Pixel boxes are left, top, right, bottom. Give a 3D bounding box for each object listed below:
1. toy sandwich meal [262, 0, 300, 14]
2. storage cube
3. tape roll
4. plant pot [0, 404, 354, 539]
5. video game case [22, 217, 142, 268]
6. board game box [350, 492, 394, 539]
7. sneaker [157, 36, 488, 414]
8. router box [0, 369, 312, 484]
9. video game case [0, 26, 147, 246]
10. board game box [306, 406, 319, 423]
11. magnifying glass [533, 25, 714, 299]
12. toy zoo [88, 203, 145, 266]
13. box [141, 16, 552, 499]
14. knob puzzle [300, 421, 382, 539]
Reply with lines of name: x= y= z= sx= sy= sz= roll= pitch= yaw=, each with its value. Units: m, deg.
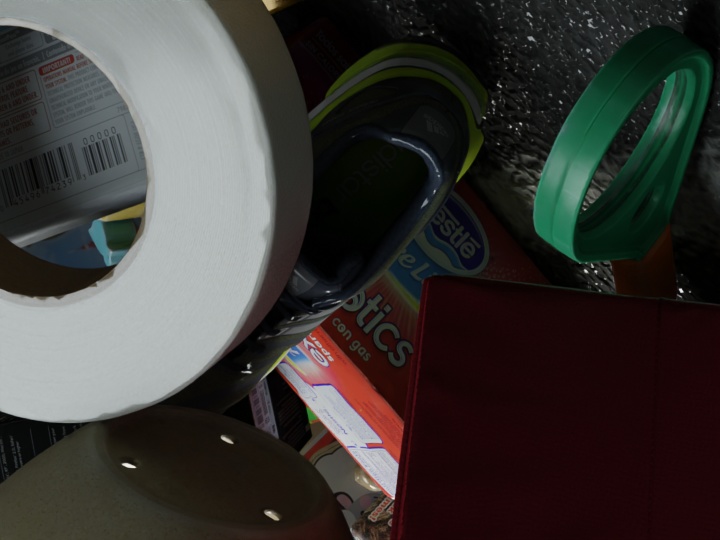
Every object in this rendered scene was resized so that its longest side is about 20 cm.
toy sandwich meal: x=-0.052 y=-0.165 z=0.756 sx=0.205 sy=0.070 sz=0.205 roll=39 pitch=161 yaw=16
storage cube: x=0.097 y=0.122 z=0.793 sx=0.171 sy=0.180 sz=0.200 roll=5 pitch=153 yaw=4
tape roll: x=-0.115 y=-0.043 z=0.803 sx=0.203 sy=0.037 sz=0.203 roll=7 pitch=110 yaw=20
plant pot: x=-0.075 y=0.130 z=0.833 sx=0.200 sy=0.200 sz=0.135 roll=32 pitch=114 yaw=34
video game case: x=-0.160 y=-0.065 z=1.025 sx=0.200 sy=0.182 sz=0.022 roll=37 pitch=159 yaw=22
board game box: x=0.117 y=0.181 z=1.099 sx=0.200 sy=0.097 sz=0.159 roll=27 pitch=155 yaw=43
sneaker: x=-0.033 y=-0.005 z=0.848 sx=0.074 sy=0.200 sz=0.081 roll=40 pitch=-161 yaw=-8
router box: x=-0.111 y=0.079 z=1.021 sx=0.200 sy=0.157 sz=0.052 roll=-24 pitch=-78 yaw=-85
video game case: x=-0.174 y=-0.092 z=0.880 sx=0.022 sy=0.200 sz=0.182 roll=-6 pitch=-101 yaw=-63
board game box: x=-0.064 y=-0.011 z=1.152 sx=0.200 sy=0.048 sz=0.102 roll=47 pitch=162 yaw=-7
magnifying glass: x=0.095 y=-0.022 z=0.768 sx=0.022 sy=0.080 sz=0.200 roll=34 pitch=169 yaw=21
toy zoo: x=-0.111 y=-0.102 z=0.925 sx=0.131 sy=0.020 sz=0.200 roll=166 pitch=95 yaw=-69
box: x=0.000 y=0.000 z=0.960 sx=0.200 sy=0.095 sz=0.100 roll=49 pitch=161 yaw=-11
knob puzzle: x=-0.003 y=0.185 z=1.201 sx=0.220 sy=0.220 sz=0.030 roll=49 pitch=157 yaw=-13
